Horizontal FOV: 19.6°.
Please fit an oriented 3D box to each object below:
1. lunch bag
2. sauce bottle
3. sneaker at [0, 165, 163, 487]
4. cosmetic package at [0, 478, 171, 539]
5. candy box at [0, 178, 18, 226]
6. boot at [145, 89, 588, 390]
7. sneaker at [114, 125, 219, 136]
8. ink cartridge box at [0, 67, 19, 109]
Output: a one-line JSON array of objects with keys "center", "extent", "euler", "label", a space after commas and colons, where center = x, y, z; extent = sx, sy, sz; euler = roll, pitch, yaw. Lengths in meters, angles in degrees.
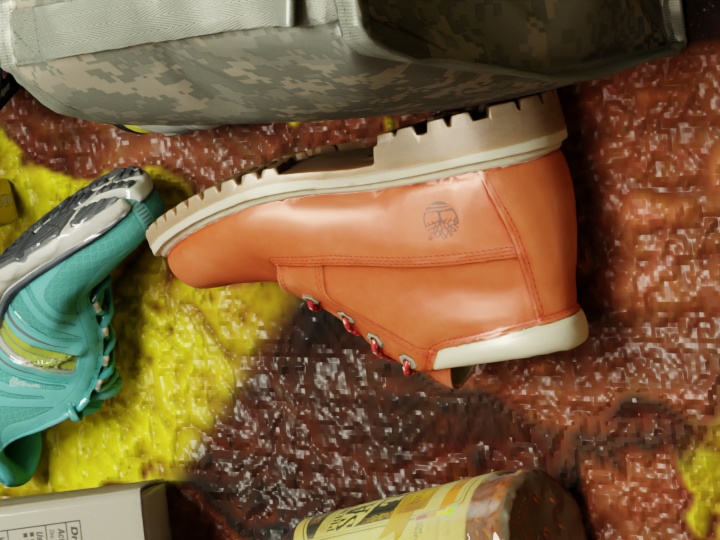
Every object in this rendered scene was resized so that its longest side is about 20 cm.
[{"center": [-0.008, -0.108, 0.719], "extent": [0.163, 0.199, 0.119], "euler": [-1, 101, 38], "label": "lunch bag"}, {"center": [0.000, 0.128, 0.857], "extent": [0.199, 0.066, 0.067], "euler": [-17, 90, 37], "label": "sauce bottle"}, {"center": [-0.137, 0.026, 0.948], "extent": [0.080, 0.078, 0.200], "euler": [41, 130, -1], "label": "sneaker"}, {"center": [-0.182, 0.157, 0.932], "extent": [0.198, 0.071, 0.106], "euler": [-6, 89, 3], "label": "cosmetic package"}, {"center": [-0.265, 0.000, 0.959], "extent": [0.198, 0.102, 0.027], "euler": [-17, 95, 13], "label": "candy box"}, {"center": [0.000, 0.000, 0.824], "extent": [0.199, 0.075, 0.108], "euler": [-10, 100, 38], "label": "boot"}, {"center": [-0.108, -0.150, 0.866], "extent": [0.076, 0.075, 0.202], "euler": [-17, 89, 39], "label": "sneaker"}, {"center": [-0.162, -0.162, 0.891], "extent": [0.037, 0.095, 0.202], "euler": [9, 111, 3], "label": "ink cartridge box"}]
